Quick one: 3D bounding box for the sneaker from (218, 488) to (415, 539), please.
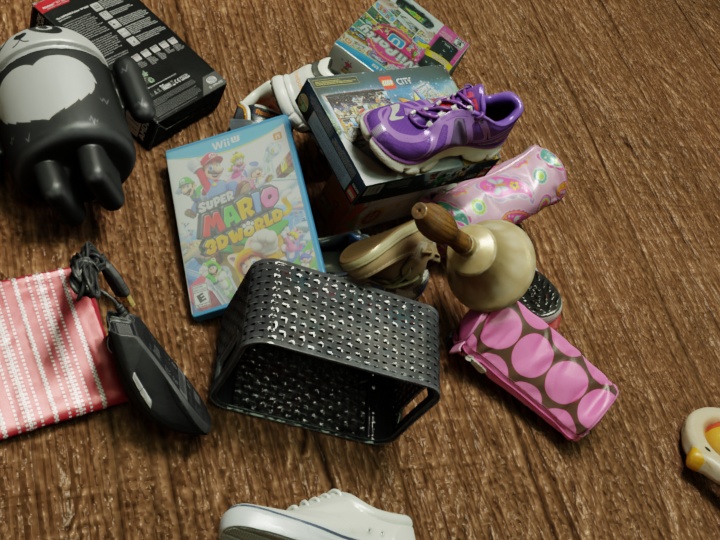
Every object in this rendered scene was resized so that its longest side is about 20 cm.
[{"bbox_3d":[-0.036,0.236,0.756,0.198,0.073,0.071,24,39,-25],"label":"sneaker"}]

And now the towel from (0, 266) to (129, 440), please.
[{"bbox_3d":[-0.316,0.077,0.732,0.198,0.023,0.146,-14,68,-34],"label":"towel"}]

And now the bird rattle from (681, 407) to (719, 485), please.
[{"bbox_3d":[0.482,0.222,1.039,0.161,0.113,0.201,24,44,10],"label":"bird rattle"}]

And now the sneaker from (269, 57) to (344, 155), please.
[{"bbox_3d":[-0.028,-0.183,0.993,0.200,0.079,0.074,29,38,-66],"label":"sneaker"}]

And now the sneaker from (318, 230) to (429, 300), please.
[{"bbox_3d":[0.000,0.000,0.926,0.198,0.085,0.078,1,57,-30],"label":"sneaker"}]

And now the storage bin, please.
[{"bbox_3d":[-0.032,0.083,0.812,0.198,0.135,0.095,17,51,-19],"label":"storage bin"}]

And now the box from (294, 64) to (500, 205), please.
[{"bbox_3d":[0.044,-0.152,0.909,0.198,0.038,0.138,-15,68,-36],"label":"box"}]

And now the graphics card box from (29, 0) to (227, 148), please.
[{"bbox_3d":[-0.267,-0.246,0.972,0.200,0.051,0.125,42,47,4],"label":"graphics card box"}]

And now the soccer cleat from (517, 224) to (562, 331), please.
[{"bbox_3d":[0.192,0.006,1.056,0.067,0.074,0.201,-18,47,-7],"label":"soccer cleat"}]

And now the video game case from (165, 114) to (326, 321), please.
[{"bbox_3d":[-0.124,-0.059,0.881,0.141,0.018,0.202,-16,66,3],"label":"video game case"}]

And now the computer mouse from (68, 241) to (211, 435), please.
[{"bbox_3d":[-0.212,0.067,0.767,0.046,0.140,0.201,-34,115,-5],"label":"computer mouse"}]

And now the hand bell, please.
[{"bbox_3d":[0.099,-0.031,0.837,0.200,0.103,0.105,30,35,-59],"label":"hand bell"}]

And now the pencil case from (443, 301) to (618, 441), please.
[{"bbox_3d":[0.197,0.112,0.959,0.199,0.091,0.094,37,54,-4],"label":"pencil case"}]

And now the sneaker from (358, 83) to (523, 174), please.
[{"bbox_3d":[0.085,-0.158,0.855,0.198,0.084,0.081,-15,68,-35],"label":"sneaker"}]

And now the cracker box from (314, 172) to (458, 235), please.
[{"bbox_3d":[0.057,-0.120,1.011,0.198,0.134,0.058,-17,67,-38],"label":"cracker box"}]

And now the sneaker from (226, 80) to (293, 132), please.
[{"bbox_3d":[-0.123,-0.137,0.959,0.078,0.080,0.202,18,52,-18],"label":"sneaker"}]

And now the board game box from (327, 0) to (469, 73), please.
[{"bbox_3d":[0.053,-0.299,1.186,0.147,0.064,0.201,36,48,-2],"label":"board game box"}]

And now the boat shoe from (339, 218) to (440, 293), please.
[{"bbox_3d":[0.042,-0.013,0.858,0.200,0.071,0.065,-26,96,-63],"label":"boat shoe"}]

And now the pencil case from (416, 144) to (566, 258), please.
[{"bbox_3d":[0.161,-0.088,1.045,0.198,0.088,0.088,-25,71,-21],"label":"pencil case"}]

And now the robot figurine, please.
[{"bbox_3d":[-0.297,-0.148,0.833,0.149,0.125,0.202,-2,59,-40],"label":"robot figurine"}]
